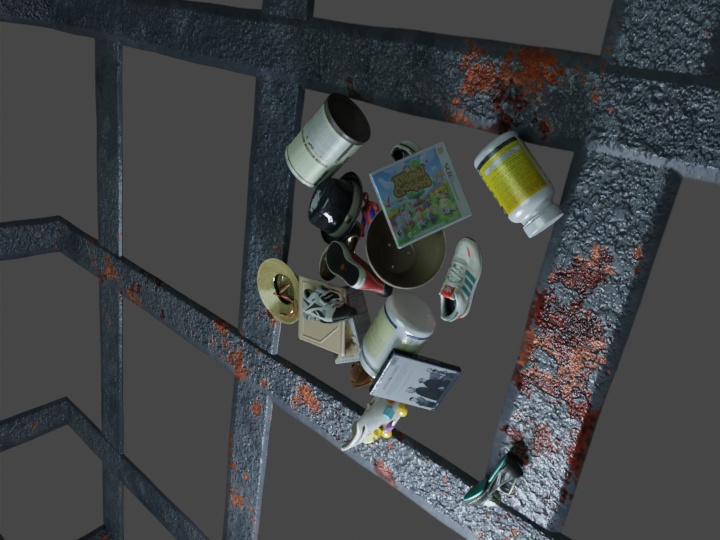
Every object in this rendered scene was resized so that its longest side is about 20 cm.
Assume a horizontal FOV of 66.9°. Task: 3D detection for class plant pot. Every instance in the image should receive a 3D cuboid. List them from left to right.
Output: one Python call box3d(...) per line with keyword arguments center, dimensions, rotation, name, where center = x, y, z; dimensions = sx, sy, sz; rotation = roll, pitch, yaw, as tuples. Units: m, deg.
box3d(center=(0.101, -0.050, 1.333), dimensions=(0.135, 0.195, 0.206), rotation=(121, 124, -78), name="plant pot")

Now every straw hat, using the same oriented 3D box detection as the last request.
box3d(center=(-0.221, 0.051, 1.666), dimensions=(0.196, 0.084, 0.209), rotation=(15, 115, 34), name="straw hat")

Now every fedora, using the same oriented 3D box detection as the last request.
box3d(center=(-0.079, -0.176, 1.450), dimensions=(0.198, 0.090, 0.208), rotation=(-26, 56, 47), name="fedora")

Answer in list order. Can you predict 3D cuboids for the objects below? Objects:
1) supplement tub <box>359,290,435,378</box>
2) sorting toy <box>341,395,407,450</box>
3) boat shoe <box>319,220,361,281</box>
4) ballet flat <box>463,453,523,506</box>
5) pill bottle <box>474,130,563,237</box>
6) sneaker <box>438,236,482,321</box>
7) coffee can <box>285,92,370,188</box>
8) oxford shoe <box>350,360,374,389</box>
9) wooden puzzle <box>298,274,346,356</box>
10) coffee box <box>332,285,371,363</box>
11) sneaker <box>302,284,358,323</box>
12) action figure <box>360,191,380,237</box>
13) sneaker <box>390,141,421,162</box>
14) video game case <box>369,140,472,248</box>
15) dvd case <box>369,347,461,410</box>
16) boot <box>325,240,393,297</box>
box3d(center=(0.090, 0.172, 1.401), dimensions=(0.145, 0.143, 0.203), rotation=(44, 124, 21), name="supplement tub")
box3d(center=(0.024, 0.418, 1.489), dimensions=(0.107, 0.178, 0.203), rotation=(43, 124, 22), name="sorting toy")
box3d(center=(-0.059, -0.041, 1.504), dimensions=(0.205, 0.073, 0.076), rotation=(-60, 24, 32), name="boat shoe")
box3d(center=(0.330, 0.536, 1.343), dimensions=(0.068, 0.068, 0.203), rotation=(40, 123, 14), name="ballet flat")
box3d(center=(0.333, -0.177, 1.143), dimensions=(0.112, 0.111, 0.204), rotation=(-40, 75, 37), name="pill bottle")
box3d(center=(0.231, 0.027, 1.286), dimensions=(0.069, 0.092, 0.207), rotation=(21, 113, 32), name="sneaker")
box3d(center=(-0.088, -0.336, 1.427), dimensions=(0.199, 0.144, 0.150), rotation=(-37, 78, 38), name="coffee can")
box3d(center=(0.008, 0.285, 1.501), dimensions=(0.199, 0.069, 0.074), rotation=(160, 98, -69), name="oxford shoe")
box3d(center=(-0.105, 0.121, 1.519), dimensions=(0.196, 0.037, 0.192), rotation=(17, 110, 41), name="wooden puzzle")
box3d(center=(-0.035, 0.148, 1.539), dimensions=(0.111, 0.079, 0.207), rotation=(-14, 91, 40), name="coffee box")
box3d(center=(-0.088, 0.085, 1.419), dimensions=(0.196, 0.073, 0.092), rotation=(2, 103, 43), name="sneaker")
box3d(center=(0.033, -0.106, 1.448), dimensions=(0.064, 0.051, 0.208), rotation=(-11, 91, 40), name="action figure")
box3d(center=(0.129, -0.213, 1.318), dimensions=(0.075, 0.087, 0.205), rotation=(-30, 82, 37), name="sneaker")
box3d(center=(0.140, -0.176, 1.264), dimensions=(0.022, 0.195, 0.187), rotation=(165, 82, -83), name="video game case")
box3d(center=(0.137, 0.278, 1.376), dimensions=(0.025, 0.194, 0.153), rotation=(-98, 31, -54), name="dvd case")
box3d(center=(0.000, 0.000, 1.402), dimensions=(0.074, 0.141, 0.200), rotation=(-60, 40, 14), name="boot")
